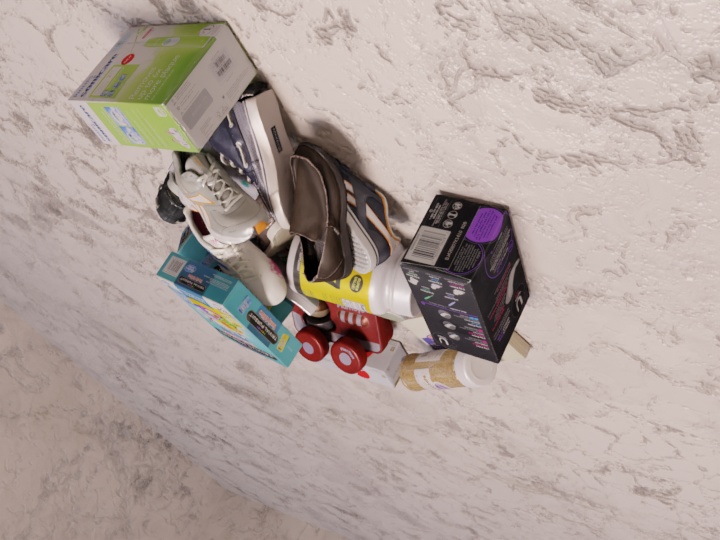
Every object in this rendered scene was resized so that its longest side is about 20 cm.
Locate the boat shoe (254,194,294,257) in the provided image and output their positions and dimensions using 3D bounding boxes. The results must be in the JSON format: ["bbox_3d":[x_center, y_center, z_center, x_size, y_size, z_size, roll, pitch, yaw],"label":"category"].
[{"bbox_3d":[-0.132,-0.067,1.345,0.060,0.072,0.200,48,169,3],"label":"boat shoe"}]

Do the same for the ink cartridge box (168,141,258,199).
[{"bbox_3d":[-0.200,-0.158,1.335,0.136,0.077,0.200,36,153,-10],"label":"ink cartridge box"}]

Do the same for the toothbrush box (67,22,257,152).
[{"bbox_3d":[-0.256,-0.238,1.165,0.199,0.146,0.086,10,148,40],"label":"toothbrush box"}]

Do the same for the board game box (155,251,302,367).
[{"bbox_3d":[-0.196,0.062,1.366,0.150,0.047,0.200,21,160,36],"label":"board game box"}]

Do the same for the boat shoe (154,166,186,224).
[{"bbox_3d":[-0.289,-0.120,1.430,0.075,0.061,0.200,37,-173,-8],"label":"boat shoe"}]

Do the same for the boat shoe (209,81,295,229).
[{"bbox_3d":[-0.144,-0.150,1.215,0.092,0.075,0.202,-3,111,26],"label":"boat shoe"}]

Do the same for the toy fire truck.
[{"bbox_3d":[-0.038,0.071,1.570,0.198,0.112,0.170,13,126,33],"label":"toy fire truck"}]

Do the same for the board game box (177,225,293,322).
[{"bbox_3d":[-0.205,-0.001,1.484,0.199,0.047,0.151,38,-174,-15],"label":"board game box"}]

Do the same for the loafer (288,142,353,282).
[{"bbox_3d":[-0.059,-0.069,1.197,0.073,0.071,0.202,13,124,46],"label":"loafer"}]

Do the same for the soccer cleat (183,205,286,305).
[{"bbox_3d":[-0.189,-0.025,1.317,0.200,0.070,0.086,48,-176,2],"label":"soccer cleat"}]

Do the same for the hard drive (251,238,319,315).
[{"bbox_3d":[-0.151,-0.010,1.453,0.199,0.026,0.132,39,-174,-9],"label":"hard drive"}]

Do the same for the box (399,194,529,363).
[{"bbox_3d":[0.144,0.013,1.205,0.105,0.123,0.201,15,151,30],"label":"box"}]

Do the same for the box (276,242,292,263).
[{"bbox_3d":[-0.133,-0.053,1.505,0.199,0.035,0.110,1,142,48],"label":"box"}]

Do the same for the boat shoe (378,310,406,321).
[{"bbox_3d":[0.002,0.022,1.450,0.199,0.072,0.070,19,167,35],"label":"boat shoe"}]

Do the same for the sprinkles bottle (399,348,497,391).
[{"bbox_3d":[0.141,0.163,1.494,0.068,0.069,0.199,39,155,-18],"label":"sprinkles bottle"}]

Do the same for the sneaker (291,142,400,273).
[{"bbox_3d":[-0.020,-0.096,1.258,0.201,0.079,0.078,58,146,1],"label":"sneaker"}]

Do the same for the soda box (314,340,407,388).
[{"bbox_3d":[-0.010,0.157,1.717,0.198,0.068,0.064,13,150,35],"label":"soda box"}]

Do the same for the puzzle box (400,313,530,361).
[{"bbox_3d":[0.165,0.102,1.464,0.133,0.026,0.199,40,154,-20],"label":"puzzle box"}]

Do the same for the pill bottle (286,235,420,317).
[{"bbox_3d":[0.000,0.000,1.348,0.198,0.115,0.115,13,151,21],"label":"pill bottle"}]

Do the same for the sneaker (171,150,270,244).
[{"bbox_3d":[-0.199,-0.108,1.215,0.199,0.076,0.093,33,152,39],"label":"sneaker"}]
